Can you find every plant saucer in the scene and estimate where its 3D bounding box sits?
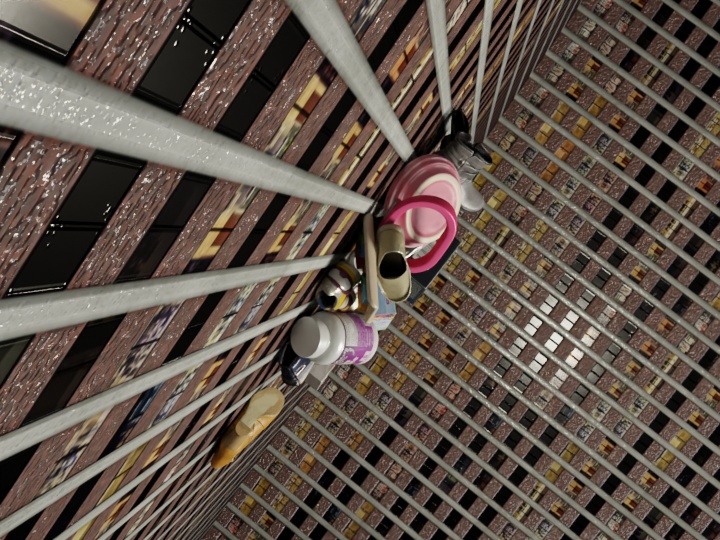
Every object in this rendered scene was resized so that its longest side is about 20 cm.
[{"bbox_3d":[0.138,-0.136,1.537,0.198,0.051,0.204,-21,127,-30],"label":"plant saucer"}]

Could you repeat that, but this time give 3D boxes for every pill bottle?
[{"bbox_3d":[-0.057,0.146,1.595,0.198,0.112,0.113,9,122,-54],"label":"pill bottle"}]

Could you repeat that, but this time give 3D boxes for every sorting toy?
[{"bbox_3d":[0.011,0.001,1.506,0.200,0.036,0.189,96,-9,-77],"label":"sorting toy"}]

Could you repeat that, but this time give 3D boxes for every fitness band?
[{"bbox_3d":[0.109,-0.073,1.480,0.038,0.141,0.201,-78,-166,-44],"label":"fitness band"}]

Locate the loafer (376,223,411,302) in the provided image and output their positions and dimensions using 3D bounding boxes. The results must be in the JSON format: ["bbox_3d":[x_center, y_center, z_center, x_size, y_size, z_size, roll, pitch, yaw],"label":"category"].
[{"bbox_3d":[0.062,0.000,1.485,0.069,0.074,0.202,-87,169,-45],"label":"loafer"}]

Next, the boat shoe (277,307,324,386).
[{"bbox_3d":[-0.117,0.154,1.650,0.093,0.073,0.202,82,31,-60],"label":"boat shoe"}]

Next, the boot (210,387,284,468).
[{"bbox_3d":[-0.265,0.362,1.711,0.144,0.071,0.201,-50,175,35],"label":"boot"}]

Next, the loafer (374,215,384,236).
[{"bbox_3d":[0.099,-0.115,1.606,0.197,0.073,0.073,-14,124,-34],"label":"loafer"}]

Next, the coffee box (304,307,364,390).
[{"bbox_3d":[-0.084,0.166,1.769,0.201,0.112,0.080,-51,175,-26],"label":"coffee box"}]

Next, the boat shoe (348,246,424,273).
[{"bbox_3d":[0.068,-0.049,1.646,0.197,0.072,0.069,-26,-172,-11],"label":"boat shoe"}]

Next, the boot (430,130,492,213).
[{"bbox_3d":[0.237,-0.207,1.607,0.131,0.199,0.071,-28,-135,38],"label":"boot"}]

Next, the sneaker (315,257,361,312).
[{"bbox_3d":[-0.057,0.048,1.521,0.090,0.075,0.201,-44,165,-22],"label":"sneaker"}]

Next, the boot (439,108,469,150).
[{"bbox_3d":[0.225,-0.297,1.702,0.176,0.068,0.203,84,0,-49],"label":"boot"}]

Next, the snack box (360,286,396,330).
[{"bbox_3d":[0.035,0.049,1.842,0.200,0.066,0.172,115,-32,-74],"label":"snack box"}]

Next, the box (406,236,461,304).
[{"bbox_3d":[0.148,-0.021,1.836,0.149,0.107,0.200,-51,175,-15],"label":"box"}]

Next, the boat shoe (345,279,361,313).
[{"bbox_3d":[-0.001,0.000,1.693,0.203,0.071,0.066,-59,143,-14],"label":"boat shoe"}]
